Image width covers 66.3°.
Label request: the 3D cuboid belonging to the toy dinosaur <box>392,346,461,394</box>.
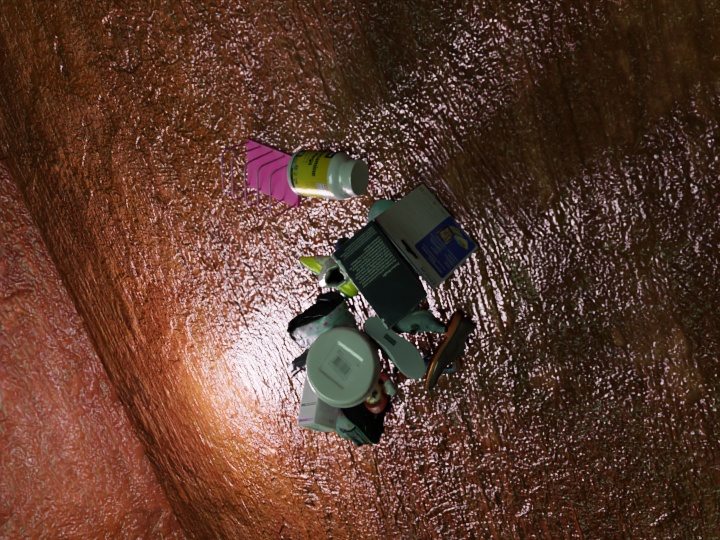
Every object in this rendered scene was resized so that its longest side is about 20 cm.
[{"bbox_3d":[0.172,0.238,1.457,0.175,0.200,0.109,0,103,0],"label":"toy dinosaur"}]

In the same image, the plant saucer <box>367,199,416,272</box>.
[{"bbox_3d":[0.082,-0.072,1.341,0.197,0.036,0.204,33,144,28],"label":"plant saucer"}]

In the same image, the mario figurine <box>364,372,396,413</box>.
[{"bbox_3d":[0.023,0.286,1.470,0.122,0.103,0.207,0,105,61],"label":"mario figurine"}]

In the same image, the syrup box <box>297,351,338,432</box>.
[{"bbox_3d":[-0.105,0.321,1.482,0.078,0.206,0.080,27,149,-36],"label":"syrup box"}]

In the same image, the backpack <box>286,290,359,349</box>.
[{"bbox_3d":[-0.096,0.146,1.545,0.198,0.167,0.128,-19,112,51],"label":"backpack"}]

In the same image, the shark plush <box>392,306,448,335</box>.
[{"bbox_3d":[0.151,0.145,1.372,0.198,0.082,0.094,22,131,52],"label":"shark plush"}]

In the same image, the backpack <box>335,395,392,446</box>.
[{"bbox_3d":[-0.024,0.381,1.579,0.150,0.179,0.201,-14,128,39],"label":"backpack"}]

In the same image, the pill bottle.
[{"bbox_3d":[-0.079,-0.237,1.367,0.195,0.112,0.116,11,120,34],"label":"pill bottle"}]

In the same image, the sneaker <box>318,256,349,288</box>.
[{"bbox_3d":[-0.069,0.009,1.415,0.079,0.099,0.199,56,145,-3],"label":"sneaker"}]

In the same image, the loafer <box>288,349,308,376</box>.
[{"bbox_3d":[-0.166,0.292,1.744,0.200,0.067,0.072,-43,75,40],"label":"loafer"}]

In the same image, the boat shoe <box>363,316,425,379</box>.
[{"bbox_3d":[0.087,0.195,1.397,0.200,0.069,0.057,45,167,9],"label":"boat shoe"}]

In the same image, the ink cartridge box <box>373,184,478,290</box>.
[{"bbox_3d":[0.140,-0.072,1.215,0.199,0.199,0.047,49,143,5],"label":"ink cartridge box"}]

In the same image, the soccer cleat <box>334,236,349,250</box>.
[{"bbox_3d":[0.000,-0.001,1.475,0.203,0.064,0.083,55,161,-3],"label":"soccer cleat"}]

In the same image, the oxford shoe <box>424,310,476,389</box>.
[{"bbox_3d":[0.216,0.206,1.342,0.071,0.071,0.205,26,96,2],"label":"oxford shoe"}]

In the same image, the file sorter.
[{"bbox_3d":[-0.275,-0.252,1.508,0.196,0.125,0.143,24,127,26],"label":"file sorter"}]

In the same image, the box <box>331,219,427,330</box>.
[{"bbox_3d":[0.046,0.003,1.236,0.122,0.200,0.200,-37,92,5],"label":"box"}]

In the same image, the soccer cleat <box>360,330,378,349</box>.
[{"bbox_3d":[-0.013,0.240,1.585,0.085,0.064,0.200,53,133,8],"label":"soccer cleat"}]

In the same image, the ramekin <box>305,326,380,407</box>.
[{"bbox_3d":[-0.046,0.240,1.384,0.200,0.201,0.098,44,174,10],"label":"ramekin"}]

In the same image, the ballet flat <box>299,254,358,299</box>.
[{"bbox_3d":[-0.081,-0.002,1.535,0.197,0.066,0.068,35,109,16],"label":"ballet flat"}]
